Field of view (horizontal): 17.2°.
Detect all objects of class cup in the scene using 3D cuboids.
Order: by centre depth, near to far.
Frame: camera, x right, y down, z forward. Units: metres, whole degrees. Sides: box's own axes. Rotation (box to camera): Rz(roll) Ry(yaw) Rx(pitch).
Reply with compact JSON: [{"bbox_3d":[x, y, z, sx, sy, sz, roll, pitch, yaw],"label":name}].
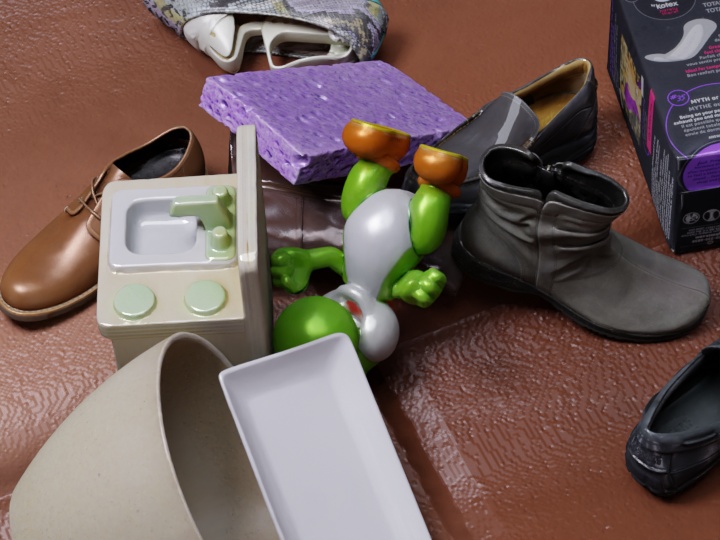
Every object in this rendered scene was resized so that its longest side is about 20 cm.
[{"bbox_3d":[-0.140,0.158,1.537,0.143,0.200,0.201,-22,49,16],"label":"cup"}]

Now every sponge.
[{"bbox_3d":[-0.015,-0.114,1.772,0.111,0.030,0.200,38,31,30],"label":"sponge"}]

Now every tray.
[{"bbox_3d":[-0.018,0.148,1.569,0.107,0.022,0.201,-17,81,-32],"label":"tray"}]

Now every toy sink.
[{"bbox_3d":[-0.119,0.013,1.629,0.111,0.200,0.131,-3,51,-1],"label":"toy sink"}]

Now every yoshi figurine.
[{"bbox_3d":[-0.002,0.001,1.640,0.112,0.201,0.112,16,7,-22],"label":"yoshi figurine"}]

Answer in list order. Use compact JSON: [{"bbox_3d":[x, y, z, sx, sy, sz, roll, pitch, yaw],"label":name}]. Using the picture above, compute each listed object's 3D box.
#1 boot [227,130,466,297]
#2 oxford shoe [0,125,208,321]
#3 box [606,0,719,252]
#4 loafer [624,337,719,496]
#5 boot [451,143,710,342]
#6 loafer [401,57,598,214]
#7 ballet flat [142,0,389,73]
[{"bbox_3d":[-0.003,-0.061,1.777,0.199,0.064,0.187,5,50,2],"label":"boot"},{"bbox_3d":[-0.195,-0.040,1.760,0.071,0.071,0.200,34,61,25],"label":"oxford shoe"},{"bbox_3d":[0.266,-0.129,1.787,0.122,0.106,0.201,-9,51,-4],"label":"box"},{"bbox_3d":[0.261,0.078,1.642,0.200,0.071,0.068,-37,59,-25],"label":"loafer"},{"bbox_3d":[0.165,-0.018,1.666,0.199,0.131,0.068,17,62,-4],"label":"boot"},{"bbox_3d":[0.104,-0.101,1.761,0.073,0.073,0.200,29,40,28],"label":"loafer"},{"bbox_3d":[-0.080,-0.188,1.879,0.199,0.072,0.072,5,51,9],"label":"ballet flat"}]
